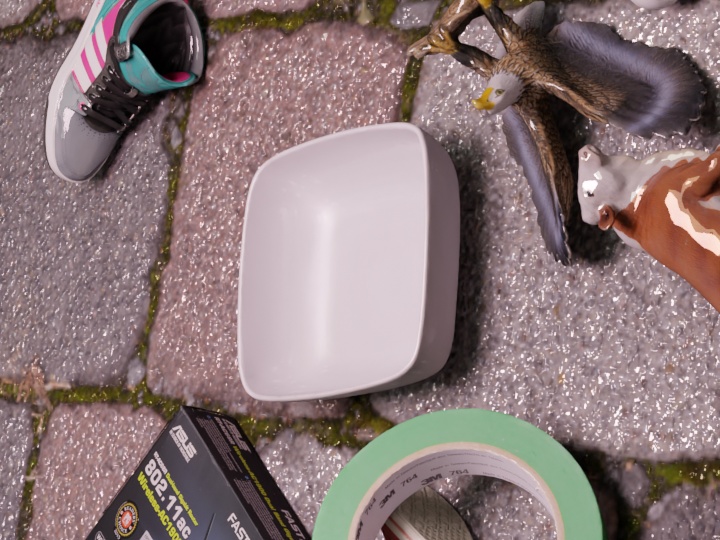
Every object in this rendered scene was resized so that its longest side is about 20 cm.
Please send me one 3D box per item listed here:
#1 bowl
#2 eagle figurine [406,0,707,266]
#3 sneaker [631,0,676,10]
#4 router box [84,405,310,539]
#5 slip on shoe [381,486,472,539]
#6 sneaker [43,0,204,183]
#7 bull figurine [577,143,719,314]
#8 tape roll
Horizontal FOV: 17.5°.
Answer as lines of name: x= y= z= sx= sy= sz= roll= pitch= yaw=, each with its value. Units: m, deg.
bowl: x=0.000 y=0.000 z=1.743 sx=0.199 sy=0.074 sz=0.201 roll=-11 pitch=72 yaw=43
eagle figurine: x=0.130 y=-0.120 z=1.632 sx=0.200 sy=0.151 sz=0.152 roll=43 pitch=157 yaw=12
sneaker: x=0.177 y=-0.261 z=1.656 sx=0.082 sy=0.073 sz=0.201 roll=121 pitch=137 yaw=-59
router box: x=-0.118 y=0.226 z=1.807 sx=0.150 sy=0.062 sz=0.200 roll=-53 pitch=48 yaw=19
slip on shoe: x=0.052 y=0.214 z=1.637 sx=0.061 sy=0.074 sz=0.200 roll=-55 pitch=52 yaw=23
sneaker: x=-0.195 y=-0.159 z=1.982 sx=0.121 sy=0.083 sz=0.201 roll=27 pitch=97 yaw=55
bull figurine: x=0.232 y=-0.031 z=1.500 sx=0.200 sy=0.065 sz=0.122 roll=44 pitch=112 yaw=17
tape roll: x=0.067 y=0.193 z=1.569 sx=0.199 sy=0.048 sz=0.201 roll=-6 pitch=61 yaw=10
